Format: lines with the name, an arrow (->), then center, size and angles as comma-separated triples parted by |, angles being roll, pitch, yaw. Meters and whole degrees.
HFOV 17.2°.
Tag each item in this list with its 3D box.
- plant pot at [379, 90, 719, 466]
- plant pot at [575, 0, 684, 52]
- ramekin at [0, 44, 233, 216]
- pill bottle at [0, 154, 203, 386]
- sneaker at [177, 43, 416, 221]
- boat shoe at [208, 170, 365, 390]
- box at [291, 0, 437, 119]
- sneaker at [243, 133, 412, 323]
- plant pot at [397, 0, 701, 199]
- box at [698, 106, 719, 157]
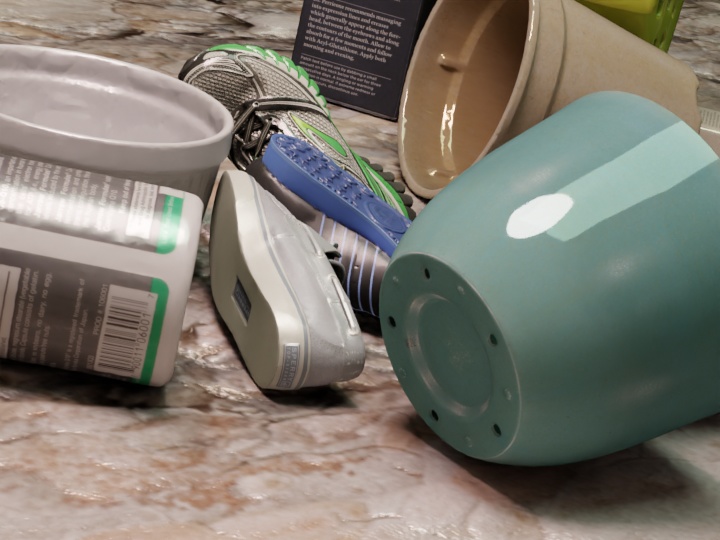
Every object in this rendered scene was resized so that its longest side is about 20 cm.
plant pot -> 0.108, 0.018, 1.353 | 0.160, 0.202, 0.200 | -24, 36, -30
plant pot -> 0.174, -0.281, 1.947 | 0.198, 0.201, 0.182 | 15, -15, 8
ramekin -> -0.187, -0.065, 1.527 | 0.199, 0.106, 0.200 | 11, 18, -4
pill bottle -> -0.194, -0.007, 1.336 | 0.199, 0.114, 0.113 | 12, 18, -6
sneaker -> -0.042, -0.075, 1.607 | 0.200, 0.078, 0.085 | 41, 20, -8
boat shoe -> -0.044, 0.008, 1.454 | 0.071, 0.070, 0.201 | 5, 32, -21
box -> 0.023, -0.251, 2.069 | 0.106, 0.201, 0.148 | 17, 18, 12
sneaker -> 0.000, 0.000, 1.538 | 0.200, 0.078, 0.070 | 40, 22, 12
plant pot -> 0.155, -0.126, 1.852 | 0.183, 0.201, 0.201 | 18, 15, -25
box -> 0.216, -0.116, 2.014 | 0.199, 0.069, 0.082 | 15, 18, 7
